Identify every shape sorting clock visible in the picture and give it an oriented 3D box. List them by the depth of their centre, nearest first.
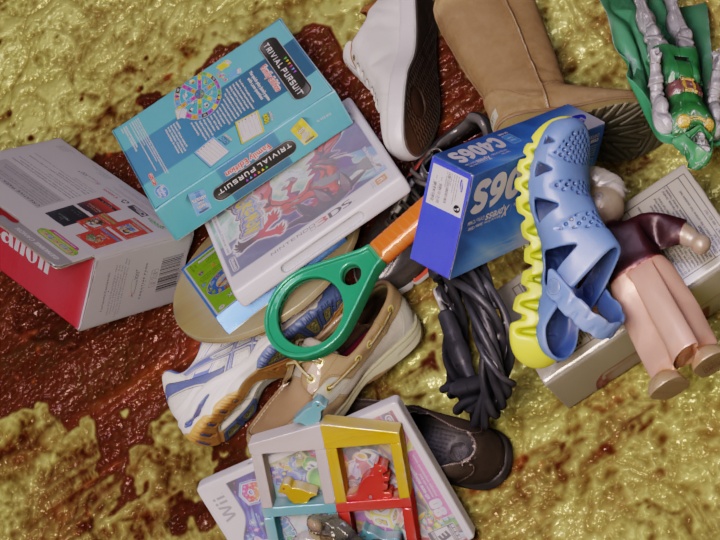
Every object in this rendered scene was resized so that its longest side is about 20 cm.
[{"bbox_3d":[-0.086,-0.008,1.735,0.199,0.039,0.201,-27,30,17],"label":"shape sorting clock"}]

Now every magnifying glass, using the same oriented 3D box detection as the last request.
[{"bbox_3d":[0.000,0.000,1.626,0.200,0.022,0.080,-42,60,5],"label":"magnifying glass"}]

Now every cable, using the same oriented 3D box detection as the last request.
[{"bbox_3d":[0.088,0.053,1.590,0.050,0.165,0.200,-3,26,-11],"label":"cable"}]

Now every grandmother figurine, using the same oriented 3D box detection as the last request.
[{"bbox_3d":[0.225,-0.001,1.525,0.121,0.061,0.201,-28,65,0],"label":"grandmother figurine"}]

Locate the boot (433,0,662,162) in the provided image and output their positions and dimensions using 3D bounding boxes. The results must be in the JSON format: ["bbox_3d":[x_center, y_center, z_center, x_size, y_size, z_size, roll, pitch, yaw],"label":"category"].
[{"bbox_3d":[0.173,-0.187,1.707,0.174,0.066,0.201,-2,45,-16],"label":"boot"}]

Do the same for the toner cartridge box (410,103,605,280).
[{"bbox_3d":[0.123,-0.067,1.550,0.043,0.199,0.096,30,123,28],"label":"toner cartridge box"}]

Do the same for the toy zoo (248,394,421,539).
[{"bbox_3d":[-0.019,0.198,1.587,0.130,0.020,0.202,-5,113,11],"label":"toy zoo"}]

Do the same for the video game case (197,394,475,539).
[{"bbox_3d":[-0.021,0.204,1.612,0.199,0.018,0.144,-25,108,18],"label":"video game case"}]

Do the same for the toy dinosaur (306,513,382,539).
[{"bbox_3d":[0.040,0.269,1.575,0.198,0.048,0.089,19,108,-3],"label":"toy dinosaur"}]

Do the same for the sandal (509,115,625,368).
[{"bbox_3d":[0.172,-0.021,1.496,0.087,0.079,0.202,2,95,42],"label":"sandal"}]

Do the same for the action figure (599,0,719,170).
[{"bbox_3d":[0.274,-0.170,1.629,0.117,0.055,0.201,2,57,-17],"label":"action figure"}]

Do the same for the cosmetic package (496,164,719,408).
[{"bbox_3d":[0.225,0.015,1.601,0.199,0.087,0.104,-33,63,7],"label":"cosmetic package"}]

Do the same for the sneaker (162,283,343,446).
[{"bbox_3d":[-0.102,0.066,1.729,0.200,0.075,0.088,-41,60,3],"label":"sneaker"}]

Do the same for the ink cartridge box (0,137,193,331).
[{"bbox_3d":[-0.292,-0.034,1.784,0.199,0.175,0.084,33,121,30],"label":"ink cartridge box"}]

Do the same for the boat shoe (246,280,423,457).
[{"bbox_3d":[-0.032,0.085,1.660,0.200,0.067,0.074,-43,35,-24],"label":"boat shoe"}]

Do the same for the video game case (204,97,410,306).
[{"bbox_3d":[-0.057,-0.067,1.727,0.182,0.023,0.200,-35,29,3],"label":"video game case"}]

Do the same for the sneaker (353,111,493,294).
[{"bbox_3d":[0.055,-0.067,1.708,0.077,0.082,0.200,37,87,30],"label":"sneaker"}]

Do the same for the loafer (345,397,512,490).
[{"bbox_3d":[0.032,0.143,1.643,0.198,0.071,0.074,3,71,24],"label":"loafer"}]

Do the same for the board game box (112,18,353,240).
[{"bbox_3d":[-0.124,-0.135,1.791,0.199,0.047,0.151,-33,41,0],"label":"board game box"}]

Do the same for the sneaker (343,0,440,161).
[{"bbox_3d":[0.026,-0.176,1.768,0.084,0.073,0.201,-15,48,23],"label":"sneaker"}]
